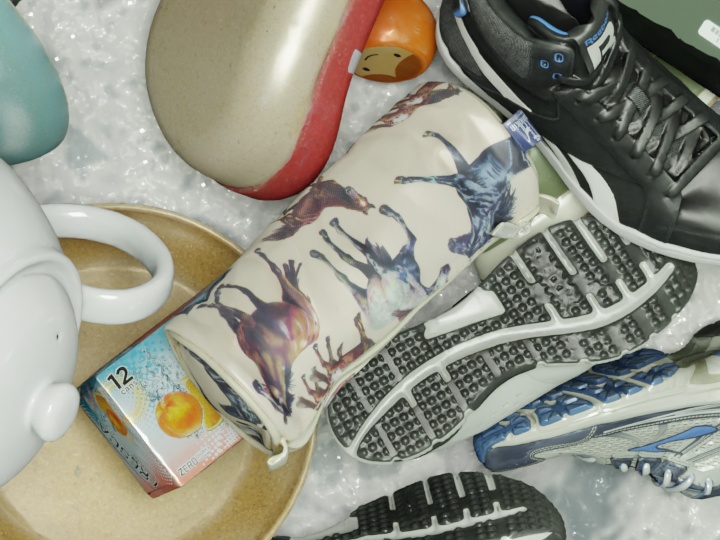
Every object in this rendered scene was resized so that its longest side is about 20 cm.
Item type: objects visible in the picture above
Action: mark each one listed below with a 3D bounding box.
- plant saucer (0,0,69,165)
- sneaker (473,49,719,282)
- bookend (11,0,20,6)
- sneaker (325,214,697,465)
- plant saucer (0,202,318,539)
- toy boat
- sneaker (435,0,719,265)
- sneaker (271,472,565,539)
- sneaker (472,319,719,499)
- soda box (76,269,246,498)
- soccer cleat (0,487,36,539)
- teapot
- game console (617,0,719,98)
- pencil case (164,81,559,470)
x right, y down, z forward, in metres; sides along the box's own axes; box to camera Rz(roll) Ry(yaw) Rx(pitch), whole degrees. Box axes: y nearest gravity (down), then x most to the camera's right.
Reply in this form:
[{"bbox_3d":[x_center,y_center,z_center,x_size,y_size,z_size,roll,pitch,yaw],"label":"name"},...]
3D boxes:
[{"bbox_3d":[-0.222,-0.111,0.918,0.200,0.200,0.027,38,65,-9],"label":"plant saucer"},{"bbox_3d":[0.111,-0.089,1.032,0.200,0.067,0.090,-43,104,-1],"label":"sneaker"},{"bbox_3d":[-0.166,-0.191,0.920,0.092,0.200,0.199,38,87,-8],"label":"bookend"},{"bbox_3d":[0.074,0.034,1.016,0.200,0.080,0.074,-25,79,-3],"label":"sneaker"},{"bbox_3d":[-0.121,0.068,1.007,0.200,0.035,0.200,3,79,-17],"label":"plant saucer"},{"bbox_3d":[-0.016,-0.128,1.000,0.131,0.130,0.200,23,90,-38],"label":"toy boat"},{"bbox_3d":[0.119,-0.079,0.945,0.200,0.112,0.073,37,79,7],"label":"sneaker"},{"bbox_3d":[0.010,0.164,1.022,0.200,0.074,0.080,-18,111,11],"label":"sneaker"},{"bbox_3d":[0.159,0.084,1.050,0.200,0.077,0.085,-13,103,-4],"label":"sneaker"},{"bbox_3d":[-0.040,0.024,0.988,0.200,0.064,0.068,-38,93,-22],"label":"soda box"},{"bbox_3d":[-0.175,0.156,1.011,0.200,0.068,0.081,31,76,-9],"label":"soccer cleat"},{"bbox_3d":[-0.184,0.031,0.870,0.146,0.197,0.200,21,78,15],"label":"teapot"},{"bbox_3d":[0.216,-0.168,1.031,0.200,0.116,0.176,32,97,-8],"label":"game console"},{"bbox_3d":[0.000,0.000,0.929,0.089,0.078,0.200,38,67,19],"label":"pencil case"}]
